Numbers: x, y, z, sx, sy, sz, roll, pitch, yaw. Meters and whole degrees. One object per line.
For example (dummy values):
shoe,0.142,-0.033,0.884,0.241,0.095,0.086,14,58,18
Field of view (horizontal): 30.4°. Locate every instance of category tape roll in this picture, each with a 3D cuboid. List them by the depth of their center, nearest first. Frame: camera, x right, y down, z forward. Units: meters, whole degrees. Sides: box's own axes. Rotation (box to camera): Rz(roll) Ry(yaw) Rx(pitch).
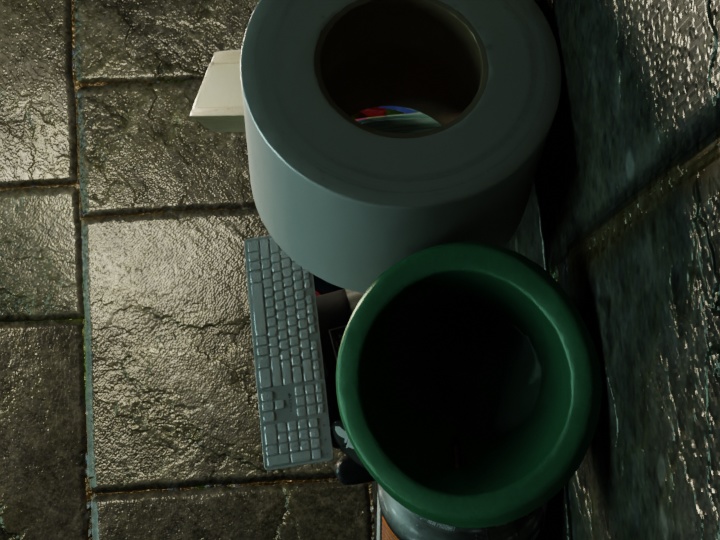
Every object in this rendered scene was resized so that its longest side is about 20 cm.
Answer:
tape roll,0.023,-0.100,0.878,0.139,0.203,0.203,92,174,-66

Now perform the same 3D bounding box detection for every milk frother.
milk frother,0.017,0.081,1.195,0.200,0.188,0.181,-108,4,-73

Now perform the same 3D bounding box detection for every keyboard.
keyboard,-0.060,0.062,1.085,0.011,0.056,0.200,78,-176,-68

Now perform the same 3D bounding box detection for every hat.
hat,0.089,0.072,0.872,0.200,0.166,0.176,53,-166,24

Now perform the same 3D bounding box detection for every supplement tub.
supplement tub,0.072,0.189,0.976,0.200,0.122,0.123,91,175,-47

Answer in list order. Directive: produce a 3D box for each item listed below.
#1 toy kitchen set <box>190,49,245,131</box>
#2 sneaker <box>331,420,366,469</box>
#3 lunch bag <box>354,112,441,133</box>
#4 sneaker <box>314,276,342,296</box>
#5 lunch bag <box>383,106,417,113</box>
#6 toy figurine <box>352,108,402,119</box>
toy kitchen set,-0.031,-0.194,1.429,0.200,0.180,0.163,32,-108,-42
sneaker,0.046,0.071,1.052,0.200,0.091,0.076,-59,-25,-11
lunch bag,0.038,-0.070,1.056,0.200,0.160,0.077,135,127,-78
sneaker,0.000,0.000,1.250,0.078,0.200,0.090,58,145,3
lunch bag,0.049,-0.245,1.057,0.170,0.127,0.200,98,-172,-74
toy figurine,0.025,-0.100,1.240,0.150,0.200,0.184,-67,29,27
